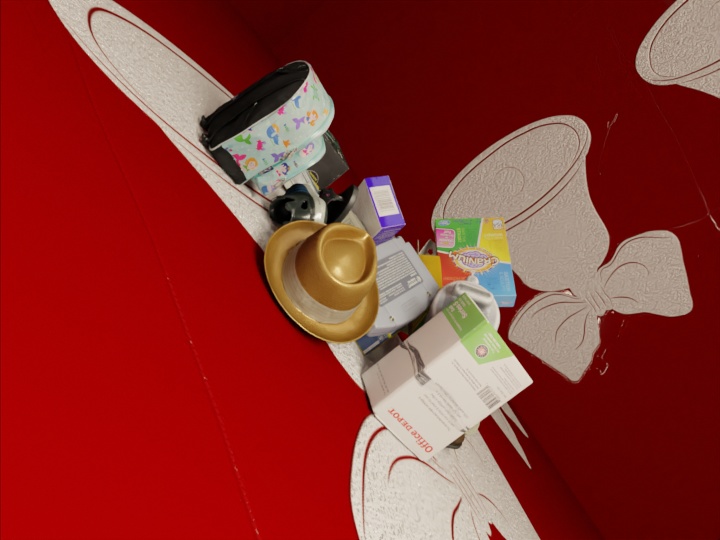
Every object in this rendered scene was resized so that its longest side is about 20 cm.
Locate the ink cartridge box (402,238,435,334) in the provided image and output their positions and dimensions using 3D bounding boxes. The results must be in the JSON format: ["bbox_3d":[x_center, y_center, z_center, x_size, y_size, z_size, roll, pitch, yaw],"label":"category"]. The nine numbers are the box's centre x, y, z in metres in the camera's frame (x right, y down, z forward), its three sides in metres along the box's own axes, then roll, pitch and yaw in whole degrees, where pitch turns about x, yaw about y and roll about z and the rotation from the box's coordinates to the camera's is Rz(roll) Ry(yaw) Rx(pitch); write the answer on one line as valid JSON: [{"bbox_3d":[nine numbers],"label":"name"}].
[{"bbox_3d":[0.135,0.041,1.200,0.067,0.202,0.117,35,2,25],"label":"ink cartridge box"}]

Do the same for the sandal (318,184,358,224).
[{"bbox_3d":[-0.068,-0.105,0.939,0.047,0.077,0.199,29,-22,-23],"label":"sandal"}]

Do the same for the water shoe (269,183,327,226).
[{"bbox_3d":[-0.117,-0.111,0.895,0.077,0.073,0.200,6,11,-24],"label":"water shoe"}]

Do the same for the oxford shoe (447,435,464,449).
[{"bbox_3d":[0.137,0.237,0.915,0.201,0.084,0.073,50,8,-32],"label":"oxford shoe"}]

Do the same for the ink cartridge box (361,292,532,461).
[{"bbox_3d":[0.122,0.156,0.770,0.146,0.199,0.084,48,8,-29],"label":"ink cartridge box"}]

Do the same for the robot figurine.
[{"bbox_3d":[0.165,0.093,0.899,0.111,0.172,0.201,22,-24,8],"label":"robot figurine"}]

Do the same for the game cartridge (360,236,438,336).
[{"bbox_3d":[0.045,0.025,0.859,0.199,0.041,0.135,-24,82,-50],"label":"game cartridge"}]

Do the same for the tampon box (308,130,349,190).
[{"bbox_3d":[-0.132,-0.304,1.332,0.150,0.125,0.201,47,12,-30],"label":"tampon box"}]

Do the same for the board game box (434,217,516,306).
[{"bbox_3d":[0.232,-0.019,1.106,0.041,0.149,0.203,82,8,-54],"label":"board game box"}]

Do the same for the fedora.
[{"bbox_3d":[-0.032,-0.005,0.714,0.198,0.082,0.203,26,43,-27],"label":"fedora"}]

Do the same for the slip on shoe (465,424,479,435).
[{"bbox_3d":[0.154,0.248,1.047,0.200,0.074,0.061,46,-20,-20],"label":"slip on shoe"}]

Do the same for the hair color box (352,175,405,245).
[{"bbox_3d":[0.012,-0.100,1.126,0.200,0.064,0.111,-42,-117,58],"label":"hair color box"}]

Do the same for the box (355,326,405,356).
[{"bbox_3d":[-0.012,0.032,0.884,0.202,0.070,0.064,55,34,7],"label":"box"}]

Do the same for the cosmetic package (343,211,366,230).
[{"bbox_3d":[0.000,0.000,1.007,0.202,0.102,0.087,59,8,18],"label":"cosmetic package"}]

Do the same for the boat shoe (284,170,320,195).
[{"bbox_3d":[-0.094,-0.149,1.141,0.202,0.071,0.070,54,8,-20],"label":"boat shoe"}]

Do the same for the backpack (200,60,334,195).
[{"bbox_3d":[-0.135,-0.233,0.854,0.151,0.199,0.179,46,11,-34],"label":"backpack"}]

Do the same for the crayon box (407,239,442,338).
[{"bbox_3d":[0.125,0.060,1.039,0.126,0.050,0.204,-80,173,-60],"label":"crayon box"}]
